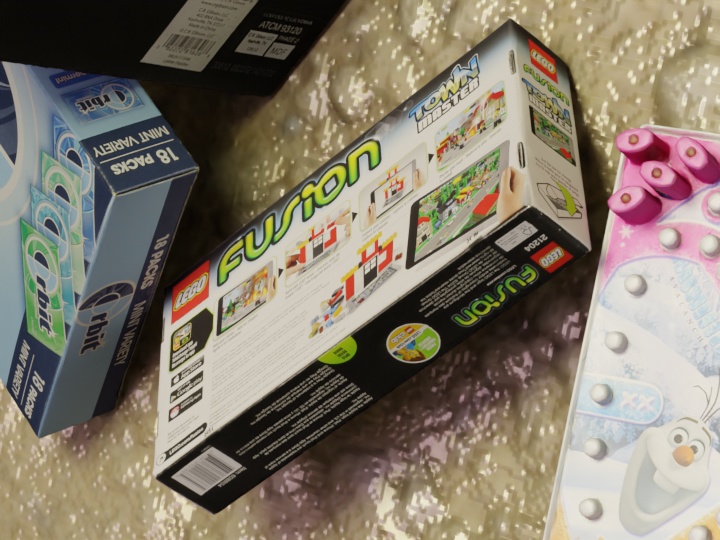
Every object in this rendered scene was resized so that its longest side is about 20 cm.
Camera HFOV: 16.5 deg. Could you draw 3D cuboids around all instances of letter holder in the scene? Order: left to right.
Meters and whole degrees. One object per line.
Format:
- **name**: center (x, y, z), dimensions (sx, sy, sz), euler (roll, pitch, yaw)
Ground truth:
- **letter holder**: center (-0.105, -0.159, 0.977), dimensions (0.101, 0.200, 0.142), euler (-49, 63, 23)

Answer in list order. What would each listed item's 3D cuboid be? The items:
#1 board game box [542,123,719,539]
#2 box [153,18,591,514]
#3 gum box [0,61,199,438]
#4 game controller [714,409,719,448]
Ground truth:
- **board game box**: center (0.163, 0.057, 0.852), dimensions (0.200, 0.026, 0.200), euler (10, 84, 25)
- **box**: center (0.000, 0.000, 0.966), dimensions (0.200, 0.035, 0.110), euler (-36, 34, 29)
- **gum box**: center (-0.154, -0.057, 1.058), dimensions (0.200, 0.045, 0.170), euler (54, 144, 23)
- **game controller**: center (0.198, 0.110, 0.864), dimensions (0.104, 0.042, 0.200), euler (-36, 69, 13)
